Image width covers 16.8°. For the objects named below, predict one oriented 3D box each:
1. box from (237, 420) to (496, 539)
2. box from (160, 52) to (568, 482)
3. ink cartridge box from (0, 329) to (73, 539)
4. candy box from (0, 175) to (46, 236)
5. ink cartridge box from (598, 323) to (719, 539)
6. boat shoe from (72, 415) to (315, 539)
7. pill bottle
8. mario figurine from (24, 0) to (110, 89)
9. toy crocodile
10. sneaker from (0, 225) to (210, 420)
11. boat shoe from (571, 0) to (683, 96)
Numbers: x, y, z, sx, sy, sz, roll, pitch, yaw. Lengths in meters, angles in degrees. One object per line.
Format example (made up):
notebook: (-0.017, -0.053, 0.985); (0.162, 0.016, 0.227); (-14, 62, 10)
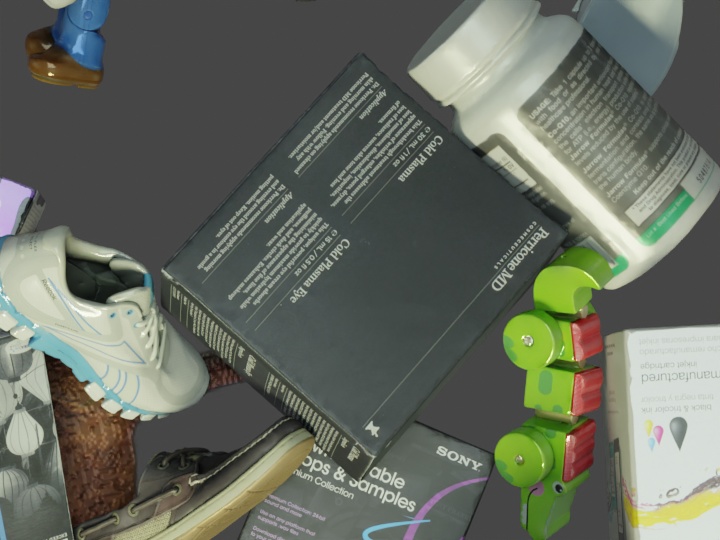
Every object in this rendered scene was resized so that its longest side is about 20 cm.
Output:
box: (-0.010, 0.187, 1.625); (0.142, 0.036, 0.201); (22, 84, 0)
box: (0.000, 0.000, 1.585); (0.182, 0.104, 0.200); (41, 77, 6)
ink cartridge box: (-0.242, 0.141, 1.576); (0.099, 0.039, 0.202); (-16, 106, -31)
candy box: (-0.324, 0.012, 1.612); (0.167, 0.072, 0.201); (22, 85, 0)
ink cartridge box: (0.238, 0.137, 1.578); (0.145, 0.146, 0.202); (-3, 86, -1)
boat shoe: (-0.118, 0.148, 1.587); (0.200, 0.072, 0.065); (-38, 78, 24)
pill bottle: (0.132, -0.094, 1.595); (0.200, 0.113, 0.113); (45, 86, -9)
mario figurine: (-0.193, -0.229, 1.599); (0.123, 0.106, 0.202); (26, 108, 39)
toy crocodile: (0.132, 0.082, 1.598); (0.061, 0.067, 0.202); (12, 107, 31)
sneaker: (-0.154, 0.033, 1.563); (0.086, 0.200, 0.075); (-21, 52, 32)
boat shoe: (0.184, -0.208, 1.640); (0.074, 0.086, 0.204); (8, 115, 5)
